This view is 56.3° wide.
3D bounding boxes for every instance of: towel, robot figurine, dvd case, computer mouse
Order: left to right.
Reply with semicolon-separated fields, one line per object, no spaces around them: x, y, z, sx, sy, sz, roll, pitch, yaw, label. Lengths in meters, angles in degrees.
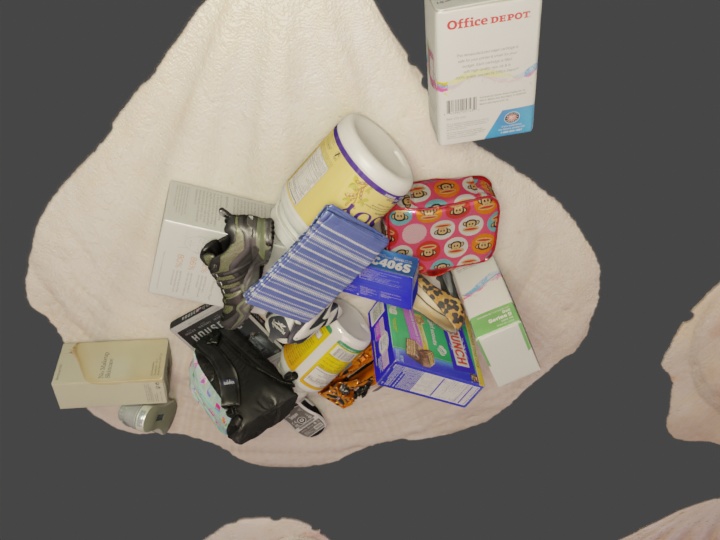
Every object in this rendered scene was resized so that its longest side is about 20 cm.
-0.246;0.133;1.297;0.148;0.025;0.201;-27;130;14;dvd case
-0.150;0.288;1.438;0.109;0.044;0.200;-35;122;15;computer mouse
-0.064;-0.004;1.000;0.200;0.024;0.144;-44;140;20;towel
-0.008;0.211;1.377;0.199;0.059;0.144;-39;124;23;robot figurine

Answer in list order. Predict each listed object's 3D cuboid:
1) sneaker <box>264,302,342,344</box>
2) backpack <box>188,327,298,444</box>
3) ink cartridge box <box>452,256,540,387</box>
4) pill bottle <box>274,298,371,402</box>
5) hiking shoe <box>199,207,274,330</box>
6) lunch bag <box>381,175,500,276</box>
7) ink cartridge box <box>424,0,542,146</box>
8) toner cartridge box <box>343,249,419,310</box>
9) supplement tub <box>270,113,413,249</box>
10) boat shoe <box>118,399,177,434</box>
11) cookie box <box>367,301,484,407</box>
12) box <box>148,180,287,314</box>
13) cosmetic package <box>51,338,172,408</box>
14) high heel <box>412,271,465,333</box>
-0.110;0.061;1.106;0.129;0.079;0.200;-43;158;-9;sneaker
-0.229;0.204;1.216;0.165;0.200;0.128;-20;145;-48;backpack
0.237;0.077;1.201;0.086;0.202;0.146;-24;130;10;ink cartridge box
-0.081;0.157;1.271;0.112;0.114;0.200;31;115;-31;pill bottle
-0.196;-0.003;1.018;0.099;0.076;0.203;17;117;-11;hiking shoe
0.134;-0.064;1.139;0.195;0.083;0.179;-6;132;-3;lunch bag
0.168;-0.292;0.942;0.141;0.086;0.203;-9;133;-1;ink cartridge box
0.000;0.000;1.139;0.196;0.044;0.096;15;144;13;toner cartridge box
-0.032;-0.118;1.025;0.144;0.147;0.200;30;121;-30;supplement tub
-0.422;0.283;1.340;0.070;0.071;0.201;18;169;6;boat shoe
0.121;0.146;1.265;0.197;0.173;0.076;18;130;-24;cookie box
-0.229;-0.034;1.096;0.196;0.107;0.154;13;128;-18;box
-0.460;0.192;1.265;0.195;0.105;0.074;-2;131;-8;cosmetic package
0.086;0.054;1.195;0.195;0.144;0.072;0;133;-8;high heel
